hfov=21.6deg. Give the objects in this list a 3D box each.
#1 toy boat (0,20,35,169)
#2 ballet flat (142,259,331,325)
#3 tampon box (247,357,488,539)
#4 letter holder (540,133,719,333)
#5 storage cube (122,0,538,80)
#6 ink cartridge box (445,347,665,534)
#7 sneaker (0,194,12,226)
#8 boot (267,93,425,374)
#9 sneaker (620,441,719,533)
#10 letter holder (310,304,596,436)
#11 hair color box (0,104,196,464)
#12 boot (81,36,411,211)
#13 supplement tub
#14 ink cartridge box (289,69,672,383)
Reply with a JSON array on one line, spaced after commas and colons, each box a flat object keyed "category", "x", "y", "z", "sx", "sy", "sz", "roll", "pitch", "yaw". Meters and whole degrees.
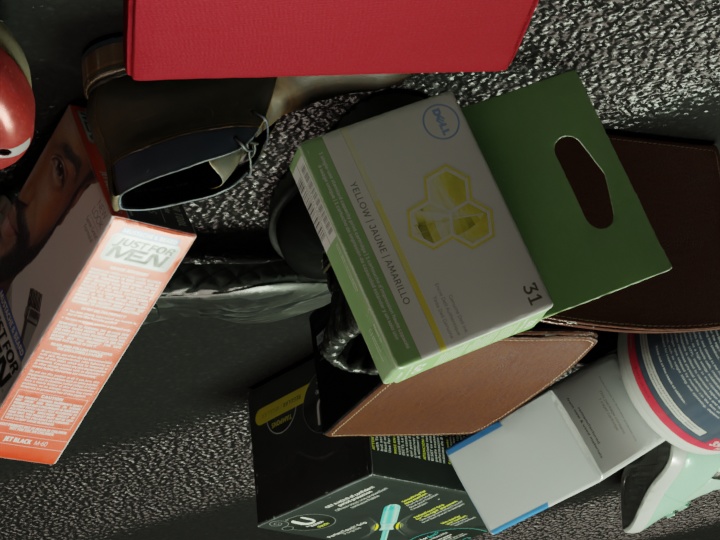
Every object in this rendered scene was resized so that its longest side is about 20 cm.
[{"category": "toy boat", "x": -0.276, "y": -0.077, "z": 1.015, "sx": 0.199, "sy": 0.131, "sz": 0.131, "roll": 0, "pitch": 155, "yaw": -14}, {"category": "ballet flat", "x": -0.102, "y": 0.005, "z": 1.340, "sx": 0.199, "sy": 0.057, "sz": 0.067, "roll": -2, "pitch": 152, "yaw": -15}, {"category": "tampon box", "x": 0.028, "y": 0.152, "z": 1.607, "sx": 0.200, "sy": 0.127, "sz": 0.150, "roll": 16, "pitch": 147, "yaw": -39}, {"category": "letter holder", "x": 0.142, "y": -0.009, "z": 1.257, "sx": 0.199, "sy": 0.143, "sz": 0.101, "roll": 4, "pitch": 154, "yaw": -23}, {"category": "storage cube", "x": -0.016, "y": -0.195, "z": 0.771, "sx": 0.199, "sy": 0.171, "sz": 0.180, "roll": -3, "pitch": 157, "yaw": -9}, {"category": "ink cartridge box", "x": 0.191, "y": 0.122, "z": 1.534, "sx": 0.200, "sy": 0.086, "sz": 0.146, "roll": -26, "pitch": 173, "yaw": -42}, {"category": "sneaker", "x": -0.255, "y": 0.002, "z": 1.262, "sx": 0.075, "sy": 0.081, "sz": 0.200, "roll": -12, "pitch": 154, "yaw": 16}, {"category": "boot", "x": -0.002, "y": 0.000, "z": 1.220, "sx": 0.079, "sy": 0.158, "sz": 0.211, "roll": 3, "pitch": 155, "yaw": -19}, {"category": "sneaker", "x": 0.332, "y": 0.215, "z": 1.877, "sx": 0.118, "sy": 0.074, "sz": 0.201, "roll": 5, "pitch": 152, "yaw": -10}, {"category": "letter holder", "x": 0.069, "y": 0.042, "z": 1.390, "sx": 0.142, "sy": 0.101, "sz": 0.200, "roll": 3, "pitch": 154, "yaw": -24}, {"category": "hair color box", "x": -0.187, "y": 0.011, "z": 1.173, "sx": 0.064, "sy": 0.111, "sz": 0.200, "roll": 14, "pitch": 124, "yaw": -36}, {"category": "boot", "x": -0.059, "y": -0.087, "z": 1.089, "sx": 0.199, "sy": 0.097, "sz": 0.075, "roll": -6, "pitch": 156, "yaw": 0}, {"category": "supplement tub", "x": 0.304, "y": 0.046, "z": 1.422, "sx": 0.140, "sy": 0.141, "sz": 0.200, "roll": 10, "pitch": 152, "yaw": -32}, {"category": "ink cartridge box", "x": 0.076, "y": -0.036, "z": 1.107, "sx": 0.200, "sy": 0.146, "sz": 0.048, "roll": -21, "pitch": 168, "yaw": -16}]
